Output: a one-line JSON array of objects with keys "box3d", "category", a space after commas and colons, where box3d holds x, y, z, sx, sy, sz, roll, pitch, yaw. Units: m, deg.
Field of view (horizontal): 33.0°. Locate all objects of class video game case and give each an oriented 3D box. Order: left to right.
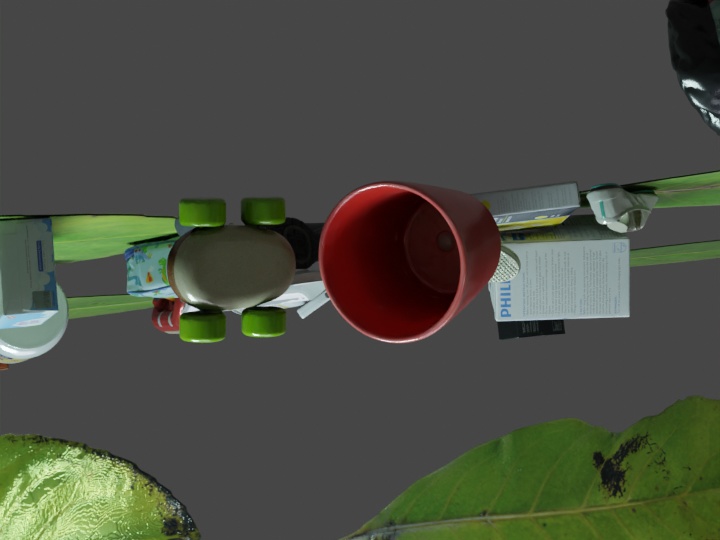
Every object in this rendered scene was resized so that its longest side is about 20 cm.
[{"box3d": [0.000, 0.000, 1.875, 0.200, 0.017, 0.143, -36, 180, 16], "category": "video game case"}]

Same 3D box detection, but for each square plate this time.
[{"box3d": [-0.151, 0.028, 1.710, 0.198, 0.029, 0.200, -6, 172, -12], "category": "square plate"}]

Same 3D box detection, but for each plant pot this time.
[{"box3d": [0.076, -0.023, 1.509, 0.200, 0.201, 0.177, -9, -175, 31], "category": "plant pot"}]

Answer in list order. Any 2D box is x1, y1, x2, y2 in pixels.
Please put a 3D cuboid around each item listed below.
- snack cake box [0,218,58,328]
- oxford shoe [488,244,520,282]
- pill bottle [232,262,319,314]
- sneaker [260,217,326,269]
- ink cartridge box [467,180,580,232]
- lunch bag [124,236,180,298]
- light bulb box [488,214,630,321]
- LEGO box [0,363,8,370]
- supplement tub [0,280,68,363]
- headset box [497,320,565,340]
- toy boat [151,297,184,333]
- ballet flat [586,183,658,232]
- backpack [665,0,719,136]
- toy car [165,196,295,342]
[{"box3d": [-0.425, 0.007, 1.521, 0.067, 0.115, 0.200, -5, 175, -21], "category": "snack cake box"}, {"box3d": [0.135, -0.037, 1.736, 0.200, 0.075, 0.058, 16, -148, 14], "category": "oxford shoe"}, {"box3d": [-0.132, 0.006, 1.900, 0.112, 0.112, 0.200, -2, 174, -40], "category": "pill bottle"}, {"box3d": [-0.091, -0.036, 1.731, 0.091, 0.076, 0.200, -1, 178, 44], "category": "sneaker"}, {"box3d": [0.193, -0.081, 1.709, 0.200, 0.047, 0.198, -8, 175, -1], "category": "ink cartridge box"}, {"box3d": [-0.235, -0.007, 1.787, 0.200, 0.083, 0.161, -10, 172, 35], "category": "lunch bag"}, {"box3d": [0.296, -0.008, 1.855, 0.199, 0.125, 0.198, -2, -167, 4], "category": "light bulb box"}, {"box3d": [-0.731, 0.115, 2.183, 0.200, 0.149, 0.077, -10, 174, 33], "category": "LEGO box"}, {"box3d": [-0.547, 0.072, 1.941, 0.145, 0.146, 0.200, -4, 175, -24], "category": "supplement tub"}, {"box3d": [0.494, 0.114, 3.604, 0.200, 0.175, 0.093, -4, 174, -32], "category": "headset box"}, {"box3d": [-0.310, 0.026, 2.010, 0.131, 0.131, 0.200, 31, 163, -23], "category": "toy boat"}, {"box3d": [0.381, -0.086, 1.763, 0.069, 0.070, 0.200, -9, 175, 31], "category": "ballet flat"}, {"box3d": [0.302, -0.137, 0.716, 0.200, 0.127, 0.167, -13, 169, 35], "category": "backpack"}, {"box3d": [-0.188, -0.010, 1.489, 0.158, 0.165, 0.200, -3, -173, -33], "category": "toy car"}]
